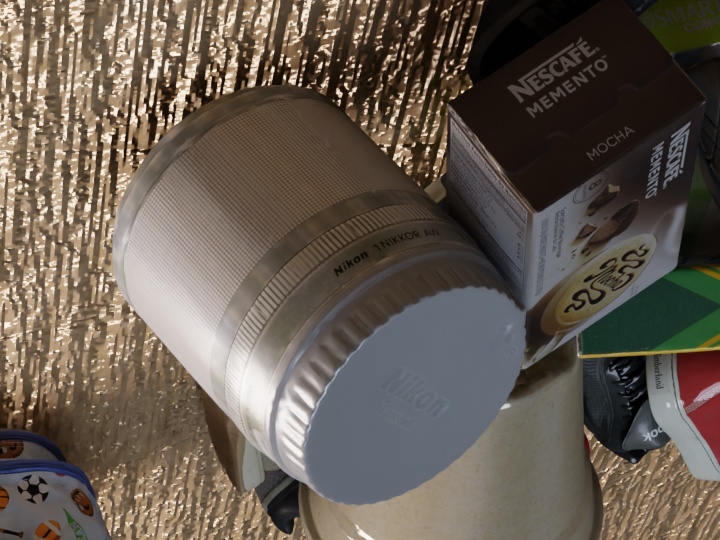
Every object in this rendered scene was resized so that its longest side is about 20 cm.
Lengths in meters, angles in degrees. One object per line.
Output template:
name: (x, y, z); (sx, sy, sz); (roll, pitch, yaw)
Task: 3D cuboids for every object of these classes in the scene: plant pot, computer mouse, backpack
plant pot: (0.065, 0.090, 1.733); (0.200, 0.201, 0.184); (-9, 139, -13)
computer mouse: (0.151, -0.159, 1.473); (0.200, 0.046, 0.140); (-44, 138, 21)
backpack: (-0.238, 0.187, 1.761); (0.199, 0.154, 0.191); (-18, 160, -10)

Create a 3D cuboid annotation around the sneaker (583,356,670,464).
sneaker: (0.176, 0.070, 1.811); (0.066, 0.091, 0.200); (-35, 160, -12)

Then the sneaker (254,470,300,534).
sneaker: (0.010, 0.143, 1.875); (0.199, 0.088, 0.074); (2, 146, -30)

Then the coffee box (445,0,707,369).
coffee box: (0.111, -0.043, 1.474); (0.113, 0.080, 0.200); (-33, 158, -14)

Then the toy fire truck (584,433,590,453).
toy fire truck: (0.098, 0.176, 1.821); (0.200, 0.141, 0.049); (-38, 142, -27)

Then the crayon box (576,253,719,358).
crayon box: (0.229, 0.016, 1.623); (0.199, 0.052, 0.126); (-3, -177, 7)

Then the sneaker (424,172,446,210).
sneaker: (0.000, 0.000, 1.621); (0.200, 0.088, 0.075); (-45, 140, -16)

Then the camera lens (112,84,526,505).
camera lens: (-0.027, 0.009, 1.485); (0.160, 0.200, 0.160); (-26, 140, -24)

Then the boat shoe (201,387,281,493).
boat shoe: (-0.062, 0.067, 1.734); (0.065, 0.072, 0.200); (-24, 147, -18)

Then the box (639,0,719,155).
box: (0.166, -0.106, 1.565); (0.199, 0.048, 0.122); (-13, 152, -8)

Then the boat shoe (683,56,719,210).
boat shoe: (0.225, -0.076, 1.539); (0.073, 0.075, 0.200); (-28, 159, 2)

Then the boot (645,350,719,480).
boot: (0.276, 0.086, 1.785); (0.144, 0.073, 0.200); (-8, 162, 17)

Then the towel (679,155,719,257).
towel: (0.263, -0.024, 1.689); (0.199, 0.031, 0.149); (9, 137, -6)
